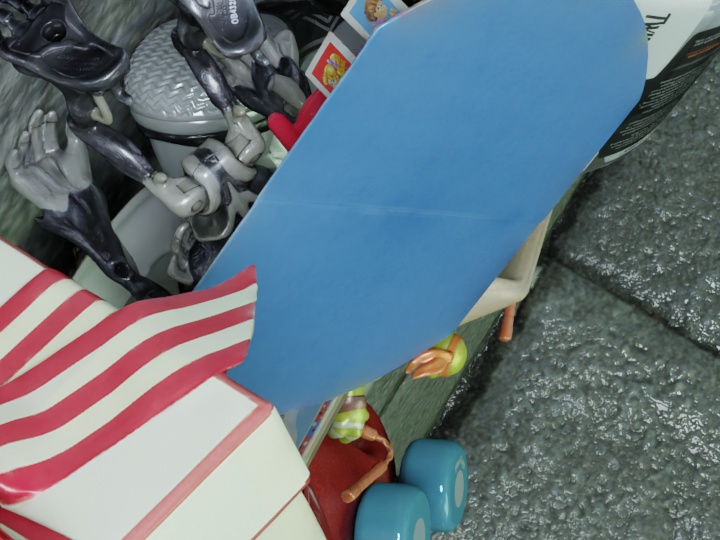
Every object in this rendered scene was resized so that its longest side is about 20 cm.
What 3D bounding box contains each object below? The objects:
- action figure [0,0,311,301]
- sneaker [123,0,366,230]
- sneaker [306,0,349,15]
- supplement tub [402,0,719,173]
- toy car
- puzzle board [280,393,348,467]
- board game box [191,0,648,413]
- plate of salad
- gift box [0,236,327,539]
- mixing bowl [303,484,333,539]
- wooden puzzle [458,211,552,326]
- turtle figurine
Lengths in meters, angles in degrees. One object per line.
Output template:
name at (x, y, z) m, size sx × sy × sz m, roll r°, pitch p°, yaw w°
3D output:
action figure at (-0.061, -0.043, 0.648) m, size 0.119 × 0.102 × 0.200 m, roll -32°, pitch 148°, yaw -10°
sneaker at (-0.024, -0.079, 0.791) m, size 0.200 × 0.075 × 0.115 m, roll -45°, pitch 141°, yaw -40°
sneaker at (-0.014, -0.133, 0.656) m, size 0.077 × 0.111 × 0.200 m, roll -60°, pitch 171°, yaw 1°
supplement tub at (0.085, -0.114, 0.699) m, size 0.123 × 0.122 × 0.200 m, roll -56°, pitch 177°, yaw -23°
toy car at (-0.039, 0.079, 1.151) m, size 0.177 × 0.184 × 0.201 m, roll -33°, pitch 123°, yaw -68°
puzzle board at (-0.100, 0.126, 0.958) m, size 0.017 × 0.150 × 0.200 m, roll 49°, pitch 57°, yaw -34°
board game box at (0.008, -0.033, 0.612) m, size 0.158 × 0.039 × 0.200 m, roll 1°, pitch 133°, yaw -51°
plate of salad at (-0.118, 0.040, 0.817) m, size 0.200 × 0.048 × 0.200 m, roll -58°, pitch 165°, yaw -26°
gift box at (-0.106, 0.089, 0.529) m, size 0.200 × 0.184 × 0.187 m, roll -49°, pitch 140°, yaw -23°
mixing bowl at (-0.081, 0.191, 0.975) m, size 0.108 × 0.200 × 0.200 m, roll 48°, pitch 66°, yaw -34°
wooden puzzle at (0.000, 0.000, 0.807) m, size 0.184 × 0.037 × 0.200 m, roll -23°, pitch -167°, yaw 23°
turtle figurine at (-0.003, 0.025, 1.043) m, size 0.200 × 0.161 × 0.064 m, roll -54°, pitch 169°, yaw -31°
